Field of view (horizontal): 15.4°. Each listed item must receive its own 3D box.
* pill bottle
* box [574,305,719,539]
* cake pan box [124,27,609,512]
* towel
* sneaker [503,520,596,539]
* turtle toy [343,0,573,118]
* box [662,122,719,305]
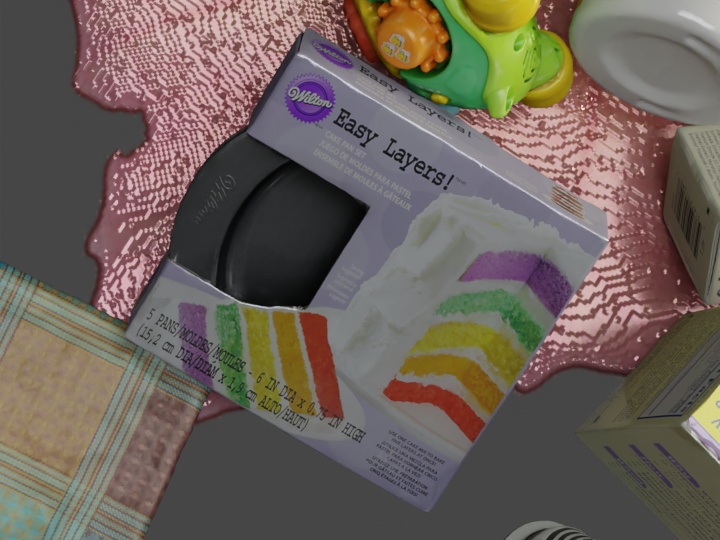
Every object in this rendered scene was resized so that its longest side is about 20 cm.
[{"bbox_3d":[0.194,-0.189,1.430,0.112,0.112,0.201,27,68,-8],"label":"pill bottle"},{"bbox_3d":[0.226,0.109,1.378,0.176,0.200,0.097,45,80,-4],"label":"box"},{"bbox_3d":[0.000,0.000,1.380,0.199,0.052,0.185,32,106,-8],"label":"cake pan box"},{"bbox_3d":[-0.191,0.074,1.391,0.199,0.022,0.147,25,82,-8],"label":"towel"},{"bbox_3d":[0.088,0.230,1.384,0.075,0.115,0.202,13,84,-10],"label":"sneaker"},{"bbox_3d":[0.035,-0.164,1.399,0.101,0.146,0.201,-23,68,6],"label":"turtle toy"},{"bbox_3d":[0.271,-0.043,1.448,0.198,0.069,0.082,-7,45,-10],"label":"box"}]
